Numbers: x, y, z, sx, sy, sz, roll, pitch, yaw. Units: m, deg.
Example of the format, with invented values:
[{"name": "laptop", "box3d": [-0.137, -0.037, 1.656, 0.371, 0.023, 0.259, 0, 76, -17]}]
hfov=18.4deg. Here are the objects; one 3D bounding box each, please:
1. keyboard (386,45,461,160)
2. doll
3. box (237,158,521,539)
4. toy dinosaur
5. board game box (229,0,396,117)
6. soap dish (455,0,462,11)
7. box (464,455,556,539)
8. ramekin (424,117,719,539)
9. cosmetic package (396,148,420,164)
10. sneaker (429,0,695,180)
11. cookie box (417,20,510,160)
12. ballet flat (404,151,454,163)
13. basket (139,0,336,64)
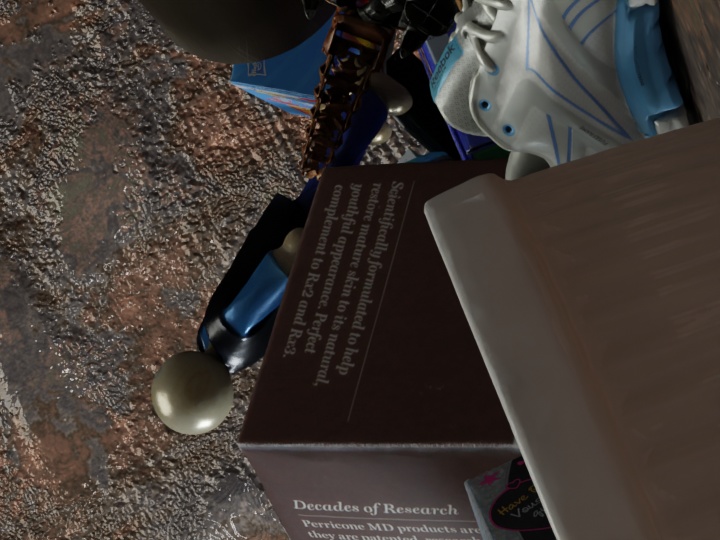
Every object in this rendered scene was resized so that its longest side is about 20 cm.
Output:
[{"name": "keyboard", "box3d": [0.081, -0.051, 1.336, 0.200, 0.040, 0.104, 41, -151, -24]}, {"name": "doll", "box3d": [-0.041, -0.003, 1.088, 0.048, 0.201, 0.137, 30, 155, -3]}, {"name": "box", "box3d": [0.067, 0.075, 1.011, 0.201, 0.163, 0.167, 65, -148, -44]}, {"name": "toy dinosaur", "box3d": [0.017, -0.143, 1.021, 0.136, 0.101, 0.202, -87, -5, -85]}, {"name": "board game box", "box3d": [-0.011, -0.187, 1.243, 0.200, 0.055, 0.198, 10, -89, -82]}, {"name": "soap dish", "box3d": [0.018, -0.206, 0.837, 0.200, 0.081, 0.159, 59, -171, -73]}, {"name": "box", "box3d": [0.135, 0.154, 0.811, 0.115, 0.131, 0.201, -113, -1, -63]}, {"name": "ramekin", "box3d": [0.099, 0.056, 0.553, 0.200, 0.104, 0.202, -22, -90, -88]}, {"name": "cosmetic package", "box3d": [0.074, 0.030, 1.338, 0.200, 0.113, 0.081, 37, -173, -35]}, {"name": "sneaker", "box3d": [0.061, -0.089, 0.778, 0.075, 0.086, 0.201, -108, -4, -49]}, {"name": "cookie box", "box3d": [0.079, -0.094, 1.174, 0.200, 0.075, 0.172, 61, -172, -62]}, {"name": "ballet flat", "box3d": [0.000, 0.000, 1.164, 0.201, 0.070, 0.068, -65, -29, -49]}, {"name": "basket", "box3d": [-0.082, -0.195, 1.043, 0.180, 0.136, 0.200, 39, 171, 27]}]
